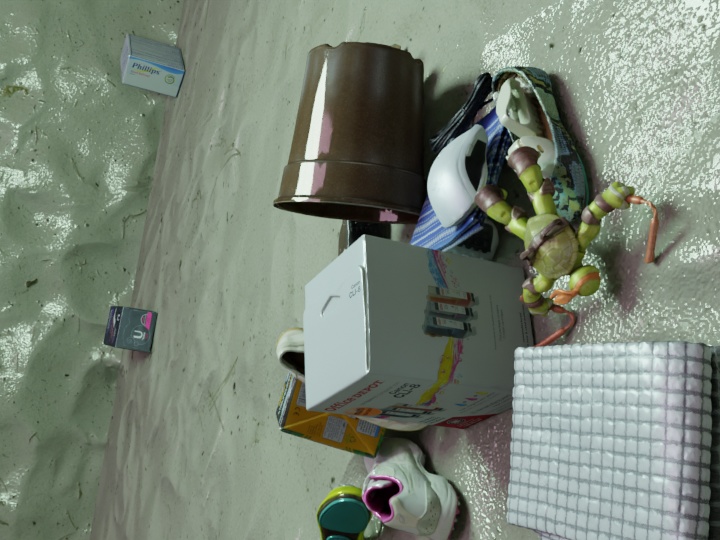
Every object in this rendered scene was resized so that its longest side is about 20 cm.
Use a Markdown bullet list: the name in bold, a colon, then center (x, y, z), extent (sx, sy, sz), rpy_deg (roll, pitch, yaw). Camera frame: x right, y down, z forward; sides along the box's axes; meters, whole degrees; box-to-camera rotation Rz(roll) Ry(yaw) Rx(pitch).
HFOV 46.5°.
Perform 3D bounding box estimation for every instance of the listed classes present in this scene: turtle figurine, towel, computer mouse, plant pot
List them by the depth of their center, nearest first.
- **towel**: center (0.207, 0.143, 0.664), extent (0.200, 0.085, 0.167), rpy_deg (-15, 68, 61)
- **turtle figurine**: center (0.170, -0.025, 0.779), extent (0.162, 0.064, 0.200), rpy_deg (57, 138, 30)
- **computer mouse**: center (0.104, -0.127, 0.903), extent (0.110, 0.044, 0.201), rpy_deg (-44, 22, 37)
- **towel**: center (0.109, -0.097, 0.939), extent (0.145, 0.024, 0.201), rpy_deg (-35, 27, 50)
- **plant pot**: center (-0.002, -0.169, 1.052), extent (0.200, 0.199, 0.200), rpy_deg (3, 87, 64)

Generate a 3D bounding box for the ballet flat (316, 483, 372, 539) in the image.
- **ballet flat**: center (-0.021, 0.309, 1.052), extent (0.201, 0.066, 0.067), rpy_deg (96, -178, -45)

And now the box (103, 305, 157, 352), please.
- **box**: center (-0.685, 0.173, 2.487), extent (0.200, 0.106, 0.123), rpy_deg (-3, 76, 64)

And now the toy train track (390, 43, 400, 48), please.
- **toy train track**: center (0.001, -0.254, 1.208), extent (0.201, 0.032, 0.115), rpy_deg (-61, -12, -25)

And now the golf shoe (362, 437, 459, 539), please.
- **golf shoe**: center (0.036, 0.242, 0.970), extent (0.200, 0.091, 0.076), rpy_deg (-156, 78, -66)

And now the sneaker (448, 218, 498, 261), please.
- **sneaker**: center (0.091, -0.017, 0.990), extent (0.200, 0.075, 0.081), rpy_deg (-44, 33, 50)

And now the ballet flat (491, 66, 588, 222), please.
- **ballet flat**: center (0.175, -0.134, 0.860), extent (0.074, 0.074, 0.201), rpy_deg (-53, 36, 43)

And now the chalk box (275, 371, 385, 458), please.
- **chalk box**: center (-0.033, 0.150, 1.069), extent (0.200, 0.123, 0.126), rpy_deg (164, 124, -83)

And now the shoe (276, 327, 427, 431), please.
- **shoe**: center (-0.007, 0.129, 0.940), extent (0.070, 0.199, 0.053), rpy_deg (-63, 4, 4)

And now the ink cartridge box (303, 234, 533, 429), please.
- **ink cartridge box**: center (0.057, 0.070, 0.867), extent (0.145, 0.199, 0.145), rpy_deg (-40, 45, 53)

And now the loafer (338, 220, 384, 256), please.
- **loafer**: center (0.000, 0.000, 1.183), extent (0.071, 0.073, 0.201), rpy_deg (131, 148, -63)

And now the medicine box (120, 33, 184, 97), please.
- **medicine box**: center (-0.685, -0.674, 2.748), extent (0.103, 0.181, 0.200), rpy_deg (-64, 28, 29)
